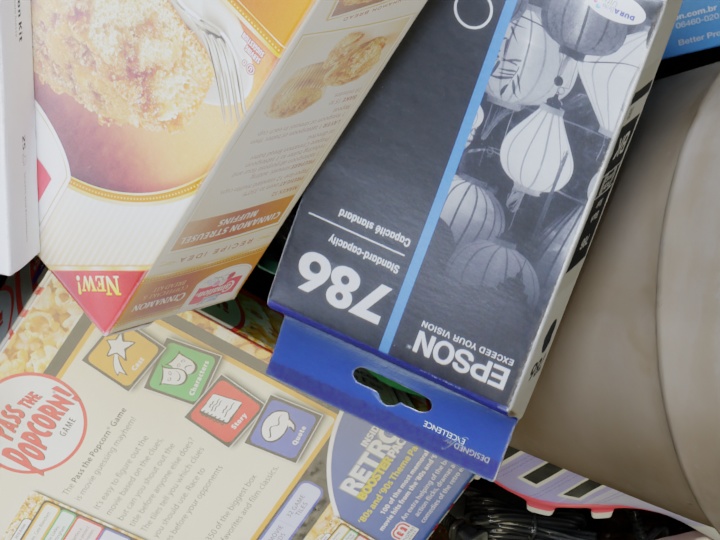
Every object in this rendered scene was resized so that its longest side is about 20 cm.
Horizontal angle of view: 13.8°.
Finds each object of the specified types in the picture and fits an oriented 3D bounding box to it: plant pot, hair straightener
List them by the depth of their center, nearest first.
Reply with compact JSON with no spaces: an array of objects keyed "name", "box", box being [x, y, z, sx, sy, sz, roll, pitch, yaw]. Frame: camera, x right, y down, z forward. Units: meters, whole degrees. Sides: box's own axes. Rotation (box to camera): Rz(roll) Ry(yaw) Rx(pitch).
[{"name":"plant pot","box":[0.120,0.009,1.126,0.173,0.201,0.200,1,144,37]},{"name":"hair straightener","box":[0.047,0.110,1.294,0.199,0.077,0.041,11,120,-20]}]

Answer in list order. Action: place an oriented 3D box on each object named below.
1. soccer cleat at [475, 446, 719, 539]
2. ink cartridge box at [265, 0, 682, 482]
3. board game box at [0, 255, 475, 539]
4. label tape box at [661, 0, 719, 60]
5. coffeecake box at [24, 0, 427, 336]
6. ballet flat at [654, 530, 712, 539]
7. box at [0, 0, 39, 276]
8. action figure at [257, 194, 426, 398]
[{"name":"soccer cleat","box":[0.128,0.073,1.246,0.199,0.067,0.077,21,134,14]},{"name":"ink cartridge box","box":[0.033,-0.025,1.040,0.099,0.039,0.201,23,112,12]},{"name":"board game box","box":[-0.073,0.081,1.202,0.200,0.046,0.152,29,108,-21]},{"name":"label tape box","box":[0.088,-0.166,1.056,0.144,0.063,0.200,-13,134,2]},{"name":"coffeecake box","box":[-0.066,-0.104,1.013,0.073,0.154,0.200,-16,148,-49]},{"name":"ballet flat","box":[0.163,0.146,1.278,0.199,0.067,0.071,-4,112,-15]},{"name":"box","box":[-0.211,-0.080,1.006,0.199,0.041,0.157,2,104,11]},{"name":"action figure","box":[0.000,0.000,1.181,0.055,0.118,0.200,-41,137,10]}]
